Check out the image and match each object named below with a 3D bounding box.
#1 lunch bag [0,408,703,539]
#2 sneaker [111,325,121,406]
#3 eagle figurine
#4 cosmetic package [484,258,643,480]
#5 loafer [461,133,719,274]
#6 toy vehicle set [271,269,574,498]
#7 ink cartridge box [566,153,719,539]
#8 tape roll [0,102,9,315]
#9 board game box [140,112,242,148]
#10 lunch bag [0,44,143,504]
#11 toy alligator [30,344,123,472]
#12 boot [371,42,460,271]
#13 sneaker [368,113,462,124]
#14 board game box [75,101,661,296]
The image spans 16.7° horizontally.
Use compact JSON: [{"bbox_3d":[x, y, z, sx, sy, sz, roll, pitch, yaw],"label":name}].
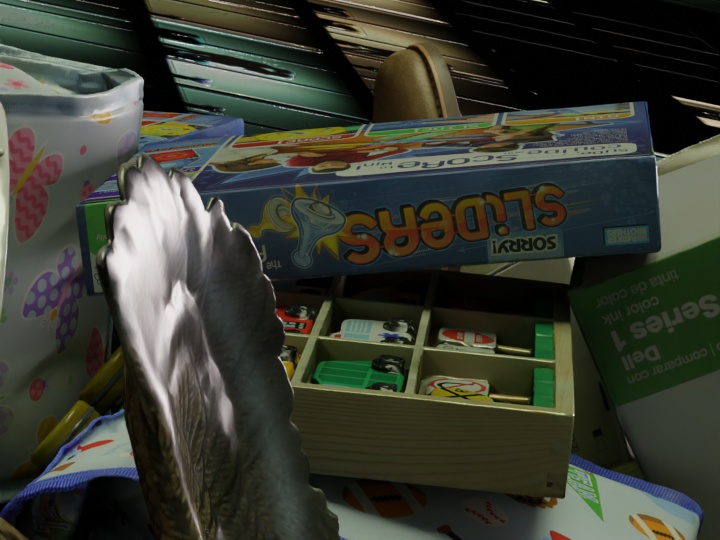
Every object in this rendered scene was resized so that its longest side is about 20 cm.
[{"bbox_3d":[-0.007,0.105,0.797,0.199,0.124,0.170,26,15,7],"label":"lunch bag"},{"bbox_3d":[-0.112,-0.001,1.098,0.199,0.112,0.073,15,14,3],"label":"sneaker"},{"bbox_3d":[-0.054,0.091,0.642,0.200,0.151,0.152,52,32,10],"label":"eagle figurine"},{"bbox_3d":[0.135,0.051,1.085,0.073,0.104,0.200,-28,-23,35],"label":"cosmetic package"},{"bbox_3d":[0.112,-0.020,1.139,0.199,0.070,0.075,-14,-17,-2],"label":"loafer"},{"bbox_3d":[0.008,0.030,0.816,0.124,0.027,0.200,6,11,3],"label":"toy vehicle set"},{"bbox_3d":[0.155,0.067,0.925,0.084,0.201,0.145,-21,10,12],"label":"ink cartridge box"},{"bbox_3d":[-0.161,0.037,0.750,0.070,0.203,0.203,9,16,-15],"label":"tape roll"},{"bbox_3d":[-0.166,-0.057,1.312,0.135,0.035,0.200,6,13,24],"label":"board game box"},{"bbox_3d":[-0.181,-0.001,0.931,0.199,0.170,0.127,-1,18,-36],"label":"lunch bag"},{"bbox_3d":[-0.081,0.059,0.959,0.059,0.054,0.200,41,40,-5],"label":"toy alligator"},{"bbox_3d":[0.000,0.000,1.039,0.075,0.201,0.074,7,-2,-14],"label":"boot"},{"bbox_3d":[-0.009,-0.045,1.352,0.198,0.115,0.076,0,20,-24],"label":"sneaker"},{"bbox_3d":[0.008,-0.028,0.893,0.199,0.035,0.135,-4,11,7],"label":"board game box"}]
